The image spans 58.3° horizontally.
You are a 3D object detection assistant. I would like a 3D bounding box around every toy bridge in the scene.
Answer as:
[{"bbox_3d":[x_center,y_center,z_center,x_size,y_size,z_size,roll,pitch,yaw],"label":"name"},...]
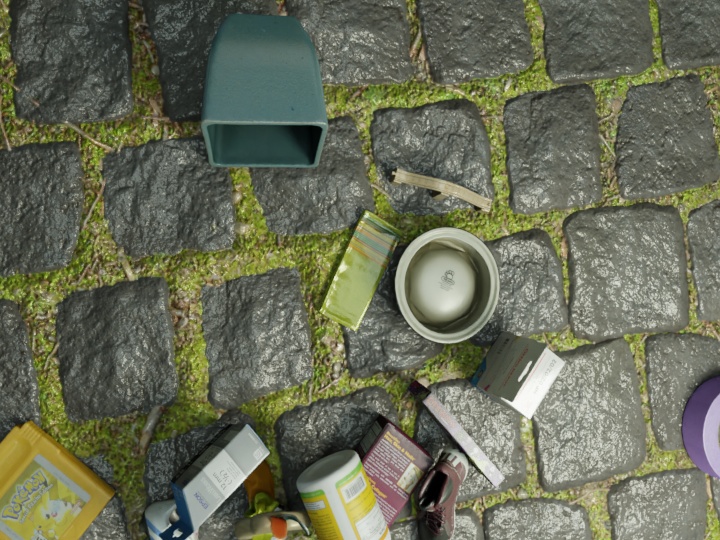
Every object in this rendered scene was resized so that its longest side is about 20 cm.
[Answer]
[{"bbox_3d":[0.148,-0.146,1.170,0.195,0.067,0.028,17,87,-10],"label":"toy bridge"}]

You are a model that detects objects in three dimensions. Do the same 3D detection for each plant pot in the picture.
[{"bbox_3d":[-0.159,-0.299,1.065,0.190,0.196,0.207,-1,79,-9],"label":"plant pot"}]

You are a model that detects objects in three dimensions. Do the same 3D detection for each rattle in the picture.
[{"bbox_3d":[-0.136,0.358,1.029,0.126,0.201,0.146,11,61,-2],"label":"rattle"}]

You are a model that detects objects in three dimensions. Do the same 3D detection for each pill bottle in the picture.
[{"bbox_3d":[-0.017,0.405,1.029,0.109,0.111,0.205,-23,91,-9],"label":"pill bottle"}]

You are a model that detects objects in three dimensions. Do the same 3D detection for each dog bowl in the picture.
[{"bbox_3d":[0.148,0.027,1.166,0.194,0.074,0.207,0,89,-9],"label":"dog bowl"}]

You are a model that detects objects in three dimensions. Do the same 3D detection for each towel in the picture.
[{"bbox_3d":[0.000,0.000,1.169,0.084,0.018,0.204,26,86,-8],"label":"towel"}]

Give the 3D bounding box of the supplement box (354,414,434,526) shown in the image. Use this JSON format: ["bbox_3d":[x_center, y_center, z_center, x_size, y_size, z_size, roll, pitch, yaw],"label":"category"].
[{"bbox_3d":[0.025,0.374,1.136,0.110,0.086,0.202,37,84,-7],"label":"supplement box"}]

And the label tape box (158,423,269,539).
[{"bbox_3d":[-0.251,0.338,1.033,0.199,0.143,0.067,-41,96,-26],"label":"label tape box"}]

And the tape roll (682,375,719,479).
[{"bbox_3d":[0.739,0.314,1.269,0.194,0.066,0.207,0,89,-9],"label":"tape roll"}]

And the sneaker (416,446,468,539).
[{"bbox_3d":[0.122,0.414,1.120,0.074,0.115,0.206,16,102,28],"label":"sneaker"}]

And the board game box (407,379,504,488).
[{"bbox_3d":[0.166,0.285,1.144,0.032,0.120,0.201,-41,97,-10],"label":"board game box"}]

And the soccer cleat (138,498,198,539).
[{"bbox_3d":[-0.302,0.484,1.087,0.084,0.070,0.205,-21,93,-9],"label":"soccer cleat"}]

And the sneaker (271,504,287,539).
[{"bbox_3d":[-0.176,0.502,1.101,0.073,0.087,0.204,25,84,-6],"label":"sneaker"}]

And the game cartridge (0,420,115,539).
[{"bbox_3d":[-0.539,0.377,1.067,0.199,0.032,0.177,41,83,-8],"label":"game cartridge"}]

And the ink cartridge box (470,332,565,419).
[{"bbox_3d":[0.276,0.181,1.122,0.067,0.200,0.117,35,85,-7],"label":"ink cartridge box"}]
